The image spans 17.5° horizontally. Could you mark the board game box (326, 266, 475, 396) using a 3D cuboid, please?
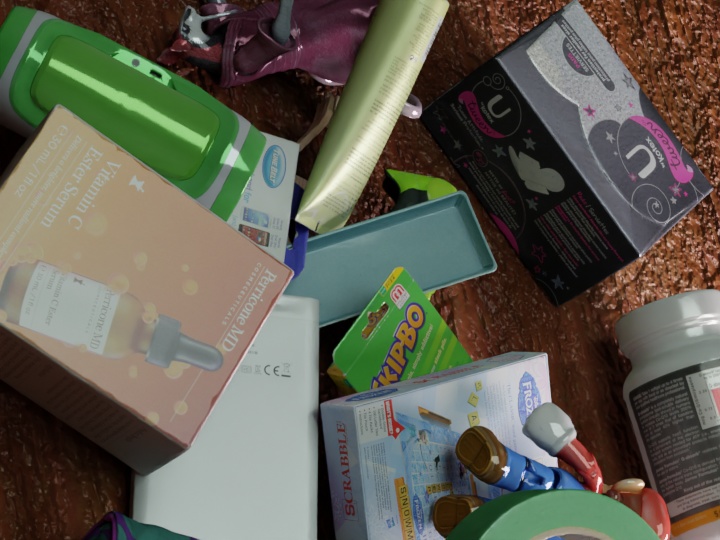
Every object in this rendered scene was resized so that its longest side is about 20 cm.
[{"bbox_3d":[0.049,0.096,1.743,0.096,0.030,0.200,-53,126,-25],"label":"board game box"}]

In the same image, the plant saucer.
[{"bbox_3d":[0.000,0.000,1.752,0.199,0.019,0.070,-18,73,-16],"label":"plant saucer"}]

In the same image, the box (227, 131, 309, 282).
[{"bbox_3d":[-0.126,-0.058,1.705,0.199,0.042,0.120,15,59,-15],"label":"box"}]

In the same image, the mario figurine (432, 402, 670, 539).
[{"bbox_3d":[0.139,0.177,1.720,0.199,0.124,0.106,21,36,-33],"label":"mario figurine"}]

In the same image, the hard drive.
[{"bbox_3d":[-0.095,0.109,1.657,0.131,0.027,0.201,7,63,-13],"label":"hard drive"}]

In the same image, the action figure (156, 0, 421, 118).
[{"bbox_3d":[-0.064,-0.179,1.812,0.199,0.134,0.150,-17,116,-19],"label":"action figure"}]

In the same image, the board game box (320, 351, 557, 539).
[{"bbox_3d":[0.066,0.175,1.716,0.199,0.041,0.202,-11,99,-41],"label":"board game box"}]

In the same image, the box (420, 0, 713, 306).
[{"bbox_3d":[0.172,-0.099,1.929,0.132,0.115,0.200,-38,94,-42],"label":"box"}]

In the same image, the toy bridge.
[{"bbox_3d":[-0.040,-0.055,1.803,0.067,0.027,0.201,25,57,-25],"label":"toy bridge"}]

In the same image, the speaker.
[{"bbox_3d":[-0.169,-0.107,1.637,0.199,0.089,0.089,28,53,-7],"label":"speaker"}]

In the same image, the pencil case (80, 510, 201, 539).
[{"bbox_3d":[-0.102,0.232,1.576,0.199,0.085,0.093,24,78,-26],"label":"pencil case"}]

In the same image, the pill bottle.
[{"bbox_3d":[0.279,0.125,1.901,0.116,0.116,0.201,-3,71,-38],"label":"pill bottle"}]

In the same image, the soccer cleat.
[{"bbox_3d":[0.021,0.013,1.800,0.081,0.068,0.201,18,62,4],"label":"soccer cleat"}]

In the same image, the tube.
[{"bbox_3d":[0.004,-0.121,1.752,0.058,0.052,0.201,24,88,-23],"label":"tube"}]

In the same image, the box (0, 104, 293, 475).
[{"bbox_3d":[-0.174,0.015,1.576,0.199,0.106,0.153,34,66,-10],"label":"box"}]

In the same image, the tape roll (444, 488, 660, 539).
[{"bbox_3d":[0.135,0.252,1.616,0.199,0.048,0.202,3,83,-28],"label":"tape roll"}]
